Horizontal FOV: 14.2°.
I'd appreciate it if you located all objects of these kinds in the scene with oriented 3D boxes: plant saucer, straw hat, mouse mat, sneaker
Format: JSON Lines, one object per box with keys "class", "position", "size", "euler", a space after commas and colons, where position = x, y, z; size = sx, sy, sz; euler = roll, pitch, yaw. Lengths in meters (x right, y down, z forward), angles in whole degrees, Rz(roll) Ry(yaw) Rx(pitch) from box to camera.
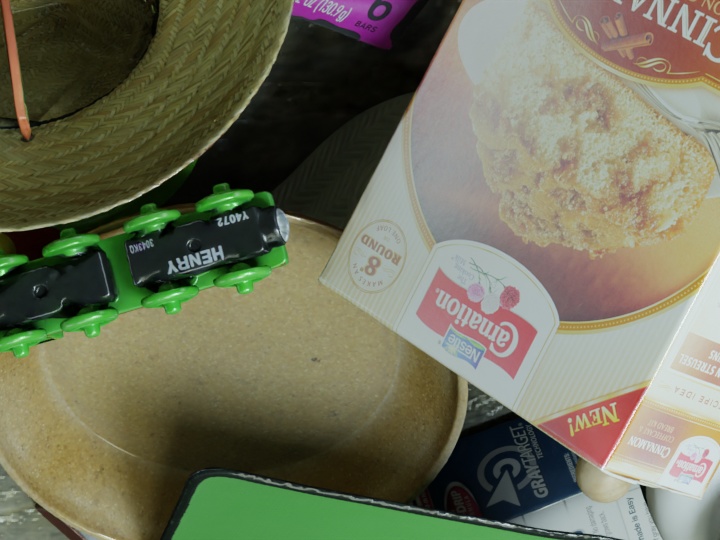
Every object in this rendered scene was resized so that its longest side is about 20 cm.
{"class": "plant saucer", "position": [-0.056, 0.039, 1.177], "size": [0.199, 0.036, 0.201], "euler": [-1, 133, -1]}
{"class": "straw hat", "position": [-0.113, -0.076, 1.008], "size": [0.200, 0.202, 0.085], "euler": [-19, 151, 0]}
{"class": "mouse mat", "position": [0.017, 0.122, 1.190], "size": [0.199, 0.008, 0.161], "euler": [10, 157, -8]}
{"class": "sneaker", "position": [0.000, 0.000, 1.219], "size": [0.200, 0.075, 0.084], "euler": [-33, 131, 26]}

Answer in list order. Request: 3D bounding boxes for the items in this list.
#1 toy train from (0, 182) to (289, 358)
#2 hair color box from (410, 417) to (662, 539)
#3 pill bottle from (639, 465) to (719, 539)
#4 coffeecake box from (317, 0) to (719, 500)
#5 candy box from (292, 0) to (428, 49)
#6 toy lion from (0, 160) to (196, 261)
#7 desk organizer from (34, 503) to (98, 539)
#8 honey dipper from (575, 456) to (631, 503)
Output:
{"class": "toy train", "position": [-0.118, 0.010, 1.090], "size": [0.199, 0.042, 0.056], "euler": [-16, 174, 9]}
{"class": "hair color box", "position": [0.109, 0.111, 1.355], "size": [0.199, 0.061, 0.100], "euler": [-20, 135, 1]}
{"class": "pill bottle", "position": [0.157, 0.054, 1.148], "size": [0.111, 0.200, 0.112], "euler": [-7, 131, -9]}
{"class": "coffeecake box", "position": [0.098, -0.044, 1.045], "size": [0.073, 0.153, 0.201], "euler": [19, 100, -51]}
{"class": "candy box", "position": [0.010, -0.186, 1.052], "size": [0.136, 0.061, 0.200], "euler": [16, 124, -39]}
{"class": "toy lion", "position": [-0.158, -0.023, 1.132], "size": [0.199, 0.069, 0.192], "euler": [-18, 156, -13]}
{"class": "desk organizer", "position": [-0.048, 0.146, 1.302], "size": [0.200, 0.077, 0.072], "euler": [43, 77, -12]}
{"class": "honey dipper", "position": [0.073, 0.021, 1.169], "size": [0.038, 0.201, 0.038], "euler": [-8, 133, -9]}
